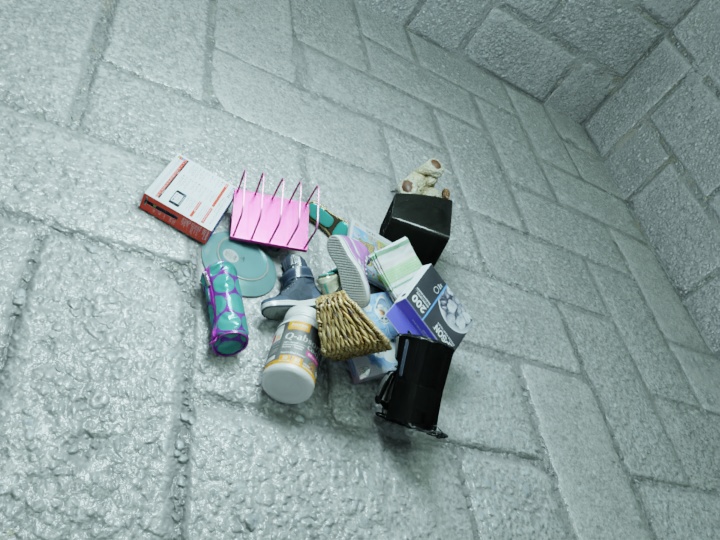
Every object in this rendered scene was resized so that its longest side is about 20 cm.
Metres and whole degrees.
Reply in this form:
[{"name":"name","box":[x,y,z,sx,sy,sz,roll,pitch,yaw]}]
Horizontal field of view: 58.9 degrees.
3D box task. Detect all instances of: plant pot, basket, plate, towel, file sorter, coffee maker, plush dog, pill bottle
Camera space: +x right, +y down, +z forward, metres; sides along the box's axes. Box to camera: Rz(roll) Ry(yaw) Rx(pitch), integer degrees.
[{"name":"plant pot","box":[0.152,-0.111,1.896,0.174,0.201,0.202,20,39,-6]},{"name":"basket","box":[-0.013,0.115,1.413,0.200,0.146,0.146,59,20,-76]},{"name":"plate","box":[-0.288,-0.024,1.545,0.198,0.026,0.202,24,40,-22]},{"name":"towel","box":[0.121,0.020,1.628,0.148,0.031,0.202,-26,83,-39]},{"name":"file sorter","box":[-0.207,-0.150,1.566,0.196,0.126,0.141,10,61,-19]},{"name":"coffee maker","box":[0.143,0.255,1.442,0.189,0.204,0.134,10,-7,33]},{"name":"plush dog","box":[0.212,-0.251,2.150,0.199,0.160,0.173,-39,95,-25]},{"name":"pill bottle","box":[-0.141,0.179,1.392,0.115,0.117,0.202,28,39,-15]}]

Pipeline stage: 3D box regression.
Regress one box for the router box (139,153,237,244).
[{"name":"router box","box":[-0.415,-0.180,1.566,0.178,0.049,0.201,30,38,-10]}]

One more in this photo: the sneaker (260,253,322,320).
[{"name":"sneaker","box":[-0.180,0.037,1.522,0.201,0.076,0.148,0,63,-54]}]

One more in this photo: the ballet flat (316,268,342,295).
[{"name":"ballet flat","box":[-0.067,0.030,1.640,0.200,0.066,0.064,-27,101,-73]}]

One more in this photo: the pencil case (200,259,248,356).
[{"name":"pencil case","box":[-0.297,0.080,1.382,0.092,0.085,0.202,24,36,-45]}]

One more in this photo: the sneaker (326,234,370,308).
[{"name":"sneaker","box":[0.000,-0.001,1.585,0.113,0.072,0.203,4,58,-49]}]

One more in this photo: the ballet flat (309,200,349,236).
[{"name":"ballet flat","box":[-0.072,-0.127,1.812,0.200,0.069,0.063,43,7,-1]}]

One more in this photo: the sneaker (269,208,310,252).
[{"name":"sneaker","box":[-0.209,-0.142,1.691,0.114,0.076,0.200,45,42,-4]}]

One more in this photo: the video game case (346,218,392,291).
[{"name":"video game case","box":[0.039,-0.035,1.733,0.180,0.022,0.202,29,36,-18]}]

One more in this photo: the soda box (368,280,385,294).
[{"name":"soda box","box":[0.046,0.098,1.674,0.199,0.071,0.063,41,35,0]}]

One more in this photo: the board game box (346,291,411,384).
[{"name":"board game box","box":[0.046,0.158,1.569,0.196,0.043,0.203,-9,69,-27]}]

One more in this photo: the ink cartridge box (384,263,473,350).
[{"name":"ink cartridge box","box":[0.176,0.119,1.584,0.199,0.043,0.200,52,52,-13]}]
